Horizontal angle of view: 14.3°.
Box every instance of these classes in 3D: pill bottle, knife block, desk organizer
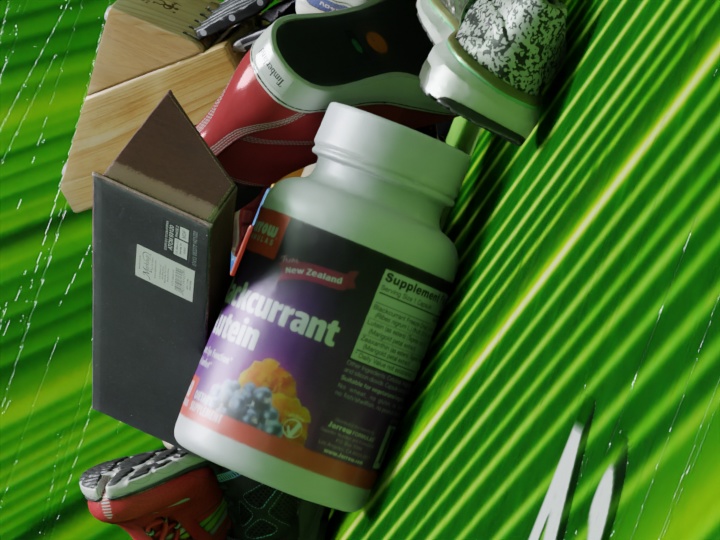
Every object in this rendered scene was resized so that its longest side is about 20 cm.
[{"bbox_3d":[-0.014,0.018,1.532,0.111,0.111,0.200,-171,102,-85],"label":"pill bottle"},{"bbox_3d":[-0.077,-0.100,1.760,0.064,0.175,0.200,-53,-14,-57],"label":"knife block"},{"bbox_3d":[-0.098,0.003,1.573,0.077,0.072,0.200,-56,-18,-37],"label":"desk organizer"}]

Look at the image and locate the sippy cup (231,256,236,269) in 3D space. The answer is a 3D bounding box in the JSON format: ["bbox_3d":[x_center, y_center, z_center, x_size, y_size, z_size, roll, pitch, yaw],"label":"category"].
[{"bbox_3d":[-0.069,0.051,1.994,0.130,0.139,0.178,-111,3,-68],"label":"sippy cup"}]

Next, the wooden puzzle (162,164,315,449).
[{"bbox_3d":[-0.059,-0.009,1.742,0.200,0.037,0.185,-59,5,32],"label":"wooden puzzle"}]

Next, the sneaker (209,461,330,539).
[{"bbox_3d":[-0.052,0.127,1.660,0.073,0.082,0.200,-84,15,-67],"label":"sneaker"}]

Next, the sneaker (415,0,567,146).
[{"bbox_3d":[0.082,-0.134,1.472,0.089,0.077,0.200,-53,15,20],"label":"sneaker"}]

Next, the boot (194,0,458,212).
[{"bbox_3d":[-0.019,-0.087,1.640,0.200,0.073,0.144,-8,-28,-46],"label":"boot"}]

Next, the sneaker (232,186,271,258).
[{"bbox_3d":[-0.052,-0.062,1.869,0.200,0.075,0.081,-9,-42,-41],"label":"sneaker"}]

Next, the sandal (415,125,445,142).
[{"bbox_3d":[0.014,-0.043,1.814,0.207,0.059,0.079,-60,-8,34],"label":"sandal"}]

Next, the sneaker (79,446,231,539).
[{"bbox_3d":[-0.104,0.149,1.690,0.200,0.077,0.085,27,-129,-73],"label":"sneaker"}]

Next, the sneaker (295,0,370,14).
[{"bbox_3d":[-0.027,-0.222,1.673,0.088,0.075,0.200,-51,32,30],"label":"sneaker"}]
